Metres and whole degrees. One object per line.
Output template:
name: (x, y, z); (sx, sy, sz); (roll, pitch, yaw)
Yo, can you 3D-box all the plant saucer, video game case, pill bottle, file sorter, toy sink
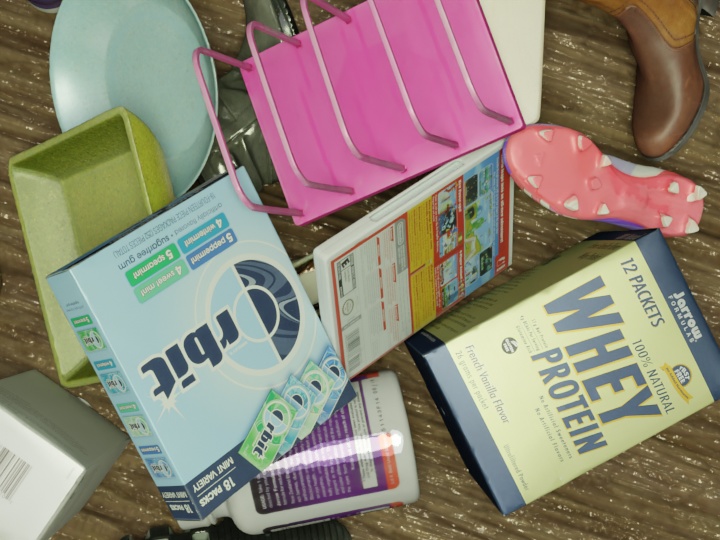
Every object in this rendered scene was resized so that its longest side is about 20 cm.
plant saucer: (-0.200, -0.016, 1.091); (0.048, 0.199, 0.203); (-15, 91, -42)
video game case: (0.048, -0.010, 1.072); (0.199, 0.144, 0.017); (-33, 51, -26)
pill bottle: (-0.057, 0.154, 1.109); (0.197, 0.111, 0.113); (-11, 91, -2)
file sorter: (-0.004, -0.136, 0.995); (0.198, 0.125, 0.141); (-22, 83, 18)
plant saucer: (-0.177, -0.154, 1.102); (0.199, 0.039, 0.204); (12, 110, 36)
toy sink: (0.082, -0.216, 1.109); (0.128, 0.112, 0.203); (1, 90, 0)

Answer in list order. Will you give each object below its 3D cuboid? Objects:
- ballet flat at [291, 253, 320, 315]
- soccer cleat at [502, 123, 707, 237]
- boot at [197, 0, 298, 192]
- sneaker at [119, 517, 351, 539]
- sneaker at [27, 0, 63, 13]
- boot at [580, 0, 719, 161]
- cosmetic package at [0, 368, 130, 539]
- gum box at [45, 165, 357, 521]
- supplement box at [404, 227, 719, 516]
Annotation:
ballet flat: (0.000, 0.000, 1.126); (0.198, 0.062, 0.068); (-27, 91, -1)
soccer cleat: (0.191, -0.070, 1.098); (0.198, 0.076, 0.068); (14, 89, -25)
boot: (-0.106, -0.157, 1.130); (0.129, 0.068, 0.202); (-19, 90, 3)
sneaker: (-0.103, 0.257, 1.137); (0.197, 0.074, 0.090); (-7, 109, -2)
sneaker: (-0.206, -0.293, 1.113); (0.200, 0.088, 0.076); (-45, 91, -1)
boot: (0.210, -0.204, 1.080); (0.199, 0.068, 0.191); (19, 89, -40)
cosmetic package: (-0.259, 0.145, 1.060); (0.107, 0.200, 0.085); (35, 88, 1)
gum box: (-0.111, 0.051, 0.991); (0.169, 0.044, 0.202); (-35, 104, -37)
supplement box: (0.156, 0.072, 1.069); (0.198, 0.200, 0.135); (-28, 92, -2)
